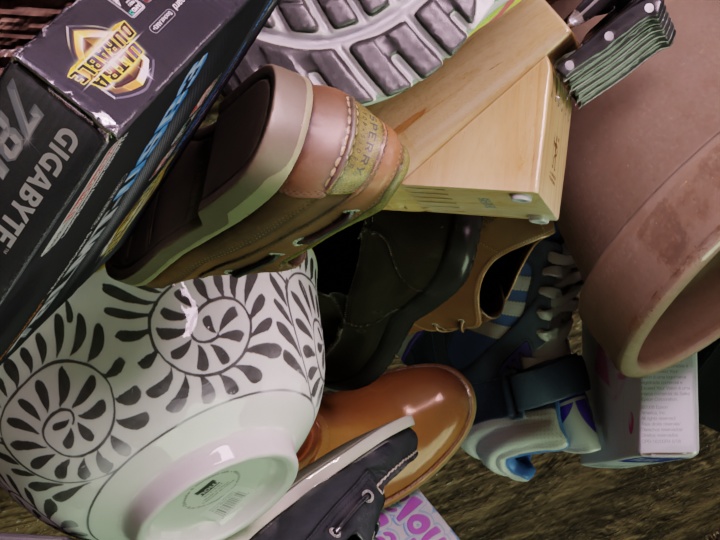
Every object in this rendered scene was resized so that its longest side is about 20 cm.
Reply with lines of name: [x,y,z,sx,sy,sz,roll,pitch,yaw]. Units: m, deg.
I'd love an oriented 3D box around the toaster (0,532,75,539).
toaster: [-0.192,0.188,1.258,0.128,0.115,0.200,5,162,3]

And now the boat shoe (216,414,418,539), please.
boat shoe: [-0.024,0.140,1.332,0.074,0.066,0.199,-33,179,39]

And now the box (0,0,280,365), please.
box: [-0.104,-0.042,0.936,0.200,0.050,0.199,-53,-179,37]

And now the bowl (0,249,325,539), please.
bowl: [-0.089,0.076,1.238,0.200,0.095,0.201,-25,155,-12]

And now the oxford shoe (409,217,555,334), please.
oxford shoe: [0.042,0.013,1.463,0.071,0.071,0.200,-28,166,-43]

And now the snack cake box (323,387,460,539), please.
snack cake box: [-0.002,0.174,1.553,0.115,0.200,0.067,-39,163,-3]

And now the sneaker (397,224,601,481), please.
sneaker: [0.118,0.035,1.552,0.200,0.147,0.080,-49,161,29]

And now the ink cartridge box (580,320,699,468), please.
ink cartridge box: [0.166,0.017,1.553,0.043,0.202,0.196,0,173,-4]

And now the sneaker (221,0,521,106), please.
sneaker: [0.026,-0.121,1.083,0.199,0.079,0.090,-29,179,-8]

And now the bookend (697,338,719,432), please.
bookend: [0.281,-0.022,1.518,0.199,0.092,0.201,117,-4,-55]

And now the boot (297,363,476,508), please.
boot: [-0.027,0.097,1.448,0.199,0.074,0.155,-26,164,-3]

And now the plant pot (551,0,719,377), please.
plant pot: [0.155,-0.073,1.305,0.200,0.175,0.200,-37,164,-12]

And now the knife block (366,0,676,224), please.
knife block: [0.050,-0.115,1.195,0.198,0.177,0.064,3,169,14]

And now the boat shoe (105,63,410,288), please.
boat shoe: [-0.047,-0.025,1.057,0.200,0.068,0.072,-19,-126,64]

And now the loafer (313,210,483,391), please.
loafer: [0.000,0.000,1.369,0.200,0.071,0.073,131,-24,-56]
